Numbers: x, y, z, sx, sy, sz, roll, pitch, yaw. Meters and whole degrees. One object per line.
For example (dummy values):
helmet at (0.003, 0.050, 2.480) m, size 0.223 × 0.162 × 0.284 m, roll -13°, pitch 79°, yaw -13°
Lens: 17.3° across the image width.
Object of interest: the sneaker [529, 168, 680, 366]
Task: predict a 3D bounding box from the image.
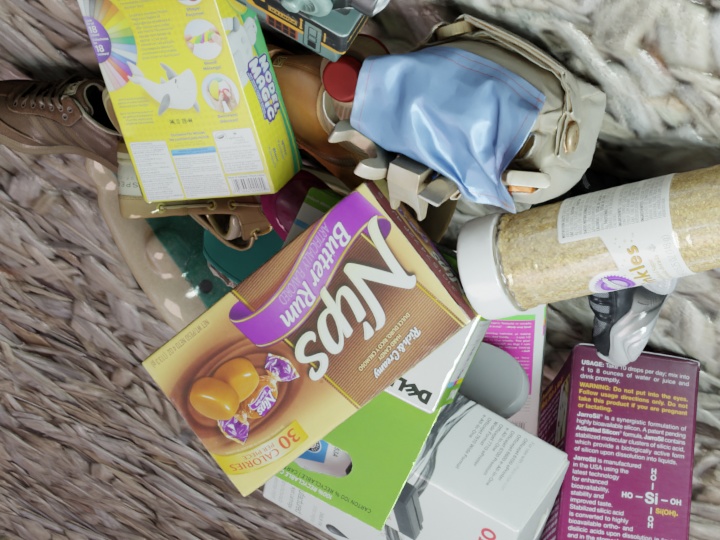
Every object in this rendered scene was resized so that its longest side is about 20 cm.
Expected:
sneaker at (0.165, -0.011, 1.632) m, size 0.113 × 0.076 × 0.200 m, roll 28°, pitch 153°, yaw 7°

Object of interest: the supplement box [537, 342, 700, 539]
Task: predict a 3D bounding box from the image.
supplement box at (0.190, 0.174, 1.808) m, size 0.103 × 0.201 × 0.131 m, roll 8°, pitch 161°, yaw -4°

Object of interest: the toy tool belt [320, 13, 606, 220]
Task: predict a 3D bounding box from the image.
toy tool belt at (0.046, -0.097, 1.496) m, size 0.199 × 0.123 × 0.125 m, roll 18°, pitch 115°, yaw 20°

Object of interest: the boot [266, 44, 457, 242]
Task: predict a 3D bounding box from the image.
boot at (-0.015, -0.094, 1.698) m, size 0.154 × 0.074 × 0.200 m, roll 24°, pitch 155°, yaw 28°

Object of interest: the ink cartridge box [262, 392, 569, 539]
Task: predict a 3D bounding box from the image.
ink cartridge box at (0.038, 0.152, 1.744) m, size 0.199 × 0.084 × 0.145 m, roll 29°, pitch 144°, yaw 12°

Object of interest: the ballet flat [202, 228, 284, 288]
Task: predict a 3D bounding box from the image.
ballet flat at (-0.034, 0.006, 1.928) m, size 0.199 × 0.072 × 0.072 m, roll 18°, pitch 157°, yaw 12°

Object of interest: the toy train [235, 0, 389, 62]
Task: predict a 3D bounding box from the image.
toy train at (-0.070, -0.207, 1.483) m, size 0.199 × 0.085 × 0.114 m, roll 29°, pitch 164°, yaw 6°

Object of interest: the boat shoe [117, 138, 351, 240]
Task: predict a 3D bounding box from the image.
boat shoe at (-0.097, -0.056, 1.782) m, size 0.199 × 0.067 × 0.074 m, roll 7°, pitch -177°, yaw -30°

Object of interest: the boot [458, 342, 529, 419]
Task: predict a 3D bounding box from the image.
boot at (0.055, 0.106, 1.848) m, size 0.199 × 0.074 × 0.096 m, roll -2°, pitch 153°, yaw 30°

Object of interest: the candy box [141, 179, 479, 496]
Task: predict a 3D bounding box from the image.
candy box at (-0.031, 0.044, 1.571) m, size 0.117 × 0.200 × 0.056 m, roll 53°, pitch -164°, yaw 2°

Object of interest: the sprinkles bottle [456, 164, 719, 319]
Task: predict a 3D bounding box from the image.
sprinkles bottle at (0.163, -0.020, 1.511) m, size 0.199 × 0.068 × 0.068 m, roll -13°, pitch 139°, yaw 26°

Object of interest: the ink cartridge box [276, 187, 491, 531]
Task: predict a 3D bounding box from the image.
ink cartridge box at (-0.007, 0.064, 1.634) m, size 0.147 × 0.201 × 0.076 m, roll 26°, pitch -175°, yaw 8°

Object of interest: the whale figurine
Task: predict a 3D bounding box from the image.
whale figurine at (-0.155, -0.037, 1.995) m, size 0.200 × 0.104 × 0.159 m, roll 57°, pitch 178°, yaw -7°

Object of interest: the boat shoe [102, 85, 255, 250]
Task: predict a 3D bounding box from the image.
boat shoe at (-0.133, -0.086, 1.828) m, size 0.201 × 0.073 × 0.063 m, roll 56°, pitch -170°, yaw -54°

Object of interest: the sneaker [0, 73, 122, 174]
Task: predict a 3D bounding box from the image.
sneaker at (-0.229, -0.133, 1.915) m, size 0.199 × 0.071 × 0.076 m, roll 17°, pitch 138°, yaw 21°

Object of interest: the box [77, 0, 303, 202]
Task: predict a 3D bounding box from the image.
box at (-0.123, -0.148, 1.618) m, size 0.117 × 0.048 × 0.201 m, roll -2°, pitch 118°, yaw 31°

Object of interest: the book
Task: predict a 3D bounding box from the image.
book at (0.079, 0.062, 1.862) m, size 0.133 × 0.048 × 0.200 m, roll 7°, pitch 144°, yaw 6°

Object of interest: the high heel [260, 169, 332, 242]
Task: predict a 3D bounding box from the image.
high heel at (0.000, 0.000, 1.757) m, size 0.200 × 0.067 × 0.096 m, roll 55°, pitch 173°, yaw -30°
